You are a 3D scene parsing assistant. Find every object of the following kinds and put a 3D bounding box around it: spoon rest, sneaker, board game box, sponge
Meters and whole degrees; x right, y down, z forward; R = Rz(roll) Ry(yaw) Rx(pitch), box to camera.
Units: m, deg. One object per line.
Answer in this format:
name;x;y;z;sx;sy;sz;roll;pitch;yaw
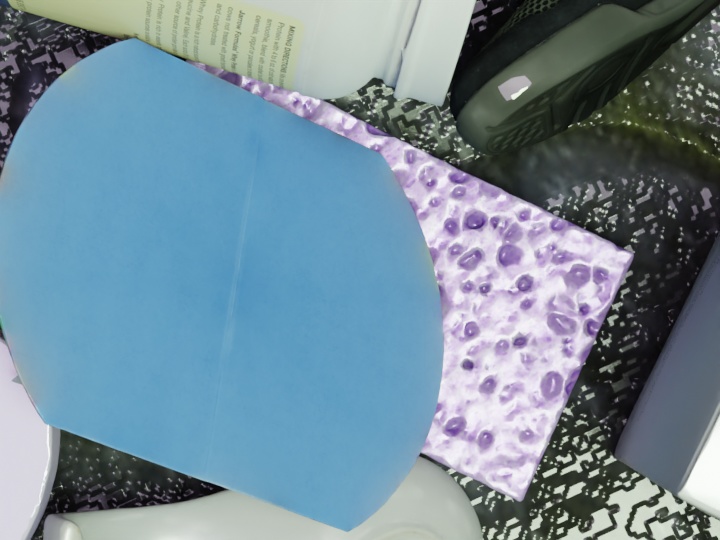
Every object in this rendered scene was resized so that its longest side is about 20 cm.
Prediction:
spoon rest;-0.038;0.114;0.899;0.200;0.061;0.100;8;95;-32
sneaker;0.085;-0.131;0.900;0.114;0.076;0.199;44;67;8
board game box;-0.058;0.009;0.870;0.200;0.039;0.158;23;60;-31
sponge;0.000;0.000;0.936;0.200;0.030;0.112;26;89;1

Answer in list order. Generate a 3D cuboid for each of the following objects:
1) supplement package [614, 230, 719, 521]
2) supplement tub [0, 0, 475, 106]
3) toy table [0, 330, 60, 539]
supplement package;0.179;0.049;0.850;0.121;0.200;0.120;27;89;1
supplement tub;-0.047;-0.149;0.880;0.200;0.145;0.145;17;89;0
toy table;-0.199;0.095;0.892;0.200;0.117;0.184;-25;90;0
